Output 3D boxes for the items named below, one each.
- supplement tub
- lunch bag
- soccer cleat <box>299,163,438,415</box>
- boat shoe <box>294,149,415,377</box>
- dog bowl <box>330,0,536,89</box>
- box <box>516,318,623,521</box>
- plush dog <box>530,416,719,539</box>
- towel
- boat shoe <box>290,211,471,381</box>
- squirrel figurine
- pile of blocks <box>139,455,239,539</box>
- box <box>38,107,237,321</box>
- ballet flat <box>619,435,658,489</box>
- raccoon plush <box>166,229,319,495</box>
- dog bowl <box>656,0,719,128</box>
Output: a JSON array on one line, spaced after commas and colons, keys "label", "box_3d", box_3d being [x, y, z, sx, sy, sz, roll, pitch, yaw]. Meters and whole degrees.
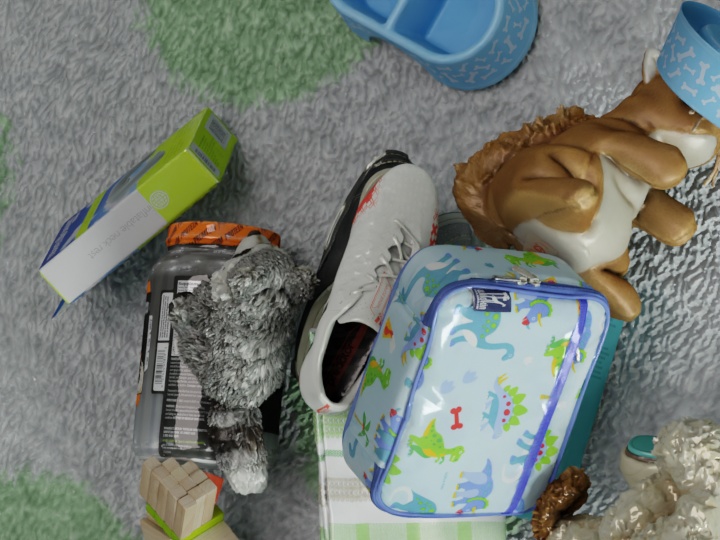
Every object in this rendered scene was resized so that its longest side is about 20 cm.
[{"label": "supplement tub", "box_3d": [-0.122, 0.065, 1.720, 0.122, 0.123, 0.200, 0, 80, 28]}, {"label": "lunch bag", "box_3d": [0.087, 0.082, 1.490, 0.082, 0.161, 0.200, 49, 126, 53]}, {"label": "soccer cleat", "box_3d": [0.010, 0.016, 1.531, 0.069, 0.085, 0.200, 24, 90, -8]}, {"label": "boat shoe", "box_3d": [0.000, 0.000, 1.628, 0.068, 0.072, 0.200, -114, 42, -61]}, {"label": "dog bowl", "box_3d": [0.052, -0.231, 1.718, 0.200, 0.050, 0.112, 33, 96, 29]}, {"label": "box", "box_3d": [0.143, 0.094, 1.616, 0.082, 0.049, 0.200, 16, 88, 29]}, {"label": "plush dog", "box_3d": [0.205, 0.224, 1.483, 0.172, 0.160, 0.200, -13, 108, 50]}, {"label": "towel", "box_3d": [0.038, 0.135, 1.581, 0.149, 0.031, 0.200, -2, 78, -3]}, {"label": "boat shoe", "box_3d": [0.026, 0.035, 1.679, 0.202, 0.074, 0.065, -47, 70, 16]}, {"label": "squirrel figurine", "box_3d": [0.178, -0.086, 1.569, 0.200, 0.142, 0.187, 16, 58, 47]}, {"label": "pile of blocks", "box_3d": [-0.130, 0.229, 1.698, 0.082, 0.062, 0.200, 26, 135, 44]}, {"label": "box", "box_3d": [-0.200, -0.050, 1.785, 0.200, 0.122, 0.048, -38, 104, 17]}, {"label": "ballet flat", "box_3d": [0.289, 0.164, 1.526, 0.200, 0.069, 0.070, 5, 83, 30]}, {"label": "raccoon plush", "box_3d": [-0.070, 0.070, 1.600, 0.134, 0.097, 0.200, -14, 97, 64]}, {"label": "dog bowl", "box_3d": [0.305, -0.120, 1.520, 0.200, 0.111, 0.050, 35, 115, 1]}]
